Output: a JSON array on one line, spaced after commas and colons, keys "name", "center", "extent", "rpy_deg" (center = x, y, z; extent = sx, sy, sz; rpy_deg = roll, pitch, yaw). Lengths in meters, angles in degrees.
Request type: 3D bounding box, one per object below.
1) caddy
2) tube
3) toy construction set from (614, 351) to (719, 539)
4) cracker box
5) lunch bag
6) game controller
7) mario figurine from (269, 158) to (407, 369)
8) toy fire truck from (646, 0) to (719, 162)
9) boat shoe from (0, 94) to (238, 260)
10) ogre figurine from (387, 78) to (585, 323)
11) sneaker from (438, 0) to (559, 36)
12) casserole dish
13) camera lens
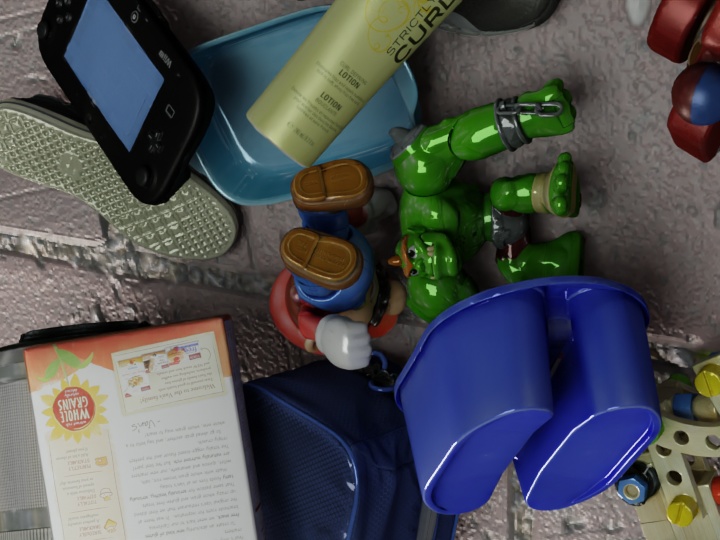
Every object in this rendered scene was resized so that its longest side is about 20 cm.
[{"name": "caddy", "center": [0.100, 0.071, 1.089], "extent": [0.200, 0.141, 0.105], "rpy_deg": [116, 151, -57]}, {"name": "tube", "center": [0.013, -0.152, 1.051], "extent": [0.052, 0.058, 0.200], "rpy_deg": [44, 98, 21]}, {"name": "toy construction set", "center": [0.231, 0.145, 1.119], "extent": [0.131, 0.092, 0.201], "rpy_deg": [-14, 89, 32]}, {"name": "cracker box", "center": [-0.136, 0.137, 1.162], "extent": [0.133, 0.058, 0.201], "rpy_deg": [-9, 90, 2]}, {"name": "lunch bag", "center": [-0.008, 0.149, 1.224], "extent": [0.136, 0.132, 0.201], "rpy_deg": [30, 120, 38]}, {"name": "game controller", "center": [-0.164, -0.139, 1.218], "extent": [0.200, 0.042, 0.105], "rpy_deg": [52, 135, 33]}, {"name": "mario figurine", "center": [0.000, 0.000, 1.154], "extent": [0.106, 0.200, 0.123], "rpy_deg": [42, 78, 14]}, {"name": "toy fire truck", "center": [0.219, -0.147, 0.969], "extent": [0.112, 0.168, 0.200], "rpy_deg": [33, 120, 15]}, {"name": "boat shoe", "center": [-0.176, -0.072, 1.281], "extent": [0.199, 0.062, 0.075], "rpy_deg": [25, 114, 2]}, {"name": "ogre figurine", "center": [0.082, -0.024, 1.137], "extent": [0.119, 0.098, 0.200], "rpy_deg": [3, 142, 16]}, {"name": "sneaker", "center": [0.017, -0.183, 1.100], "extent": [0.199, 0.115, 0.075], "rpy_deg": [17, 114, 23]}, {"name": "casserole dish", "center": [-0.040, -0.114, 1.192], "extent": [0.199, 0.039, 0.121], "rpy_deg": [-14, 109, 34]}, {"name": "camera lens", "center": [-0.187, 0.142, 1.277], "extent": [0.159, 0.160, 0.201], "rpy_deg": [-10, 83, 31]}]
